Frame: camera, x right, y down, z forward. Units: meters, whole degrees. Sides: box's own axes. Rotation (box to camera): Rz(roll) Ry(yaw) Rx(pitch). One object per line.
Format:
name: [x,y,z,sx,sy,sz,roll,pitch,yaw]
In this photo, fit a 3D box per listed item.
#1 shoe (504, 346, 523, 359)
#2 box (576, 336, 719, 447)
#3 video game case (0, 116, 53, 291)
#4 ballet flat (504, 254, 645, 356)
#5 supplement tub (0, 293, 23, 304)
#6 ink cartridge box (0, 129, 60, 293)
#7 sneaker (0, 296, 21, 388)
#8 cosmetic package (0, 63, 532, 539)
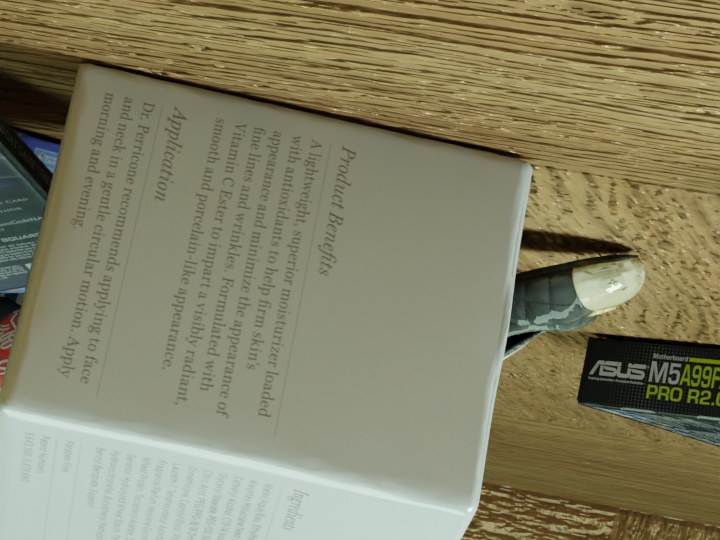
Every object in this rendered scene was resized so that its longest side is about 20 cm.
shoe: [0.009,0.048,1.563,0.199,0.070,0.054,-13,128,15]
box: [0.257,0.087,1.766,0.160,0.045,0.199,4,170,45]
video game case: [-0.215,-0.038,1.299,0.142,0.019,0.200,-9,151,17]
ballet flat: [0.067,0.041,1.432,0.199,0.057,0.066,-29,163,35]
supplement tub: [-0.236,0.030,1.705,0.199,0.146,0.145,8,172,27]
ink cartridge box: [-0.224,-0.038,1.446,0.136,0.077,0.200,15,171,-26]
sneaker: [-0.131,0.054,1.553,0.107,0.068,0.201,23,-171,19]
cosmetic package: [-0.046,0.038,1.217,0.198,0.166,0.165,13,153,-4]
